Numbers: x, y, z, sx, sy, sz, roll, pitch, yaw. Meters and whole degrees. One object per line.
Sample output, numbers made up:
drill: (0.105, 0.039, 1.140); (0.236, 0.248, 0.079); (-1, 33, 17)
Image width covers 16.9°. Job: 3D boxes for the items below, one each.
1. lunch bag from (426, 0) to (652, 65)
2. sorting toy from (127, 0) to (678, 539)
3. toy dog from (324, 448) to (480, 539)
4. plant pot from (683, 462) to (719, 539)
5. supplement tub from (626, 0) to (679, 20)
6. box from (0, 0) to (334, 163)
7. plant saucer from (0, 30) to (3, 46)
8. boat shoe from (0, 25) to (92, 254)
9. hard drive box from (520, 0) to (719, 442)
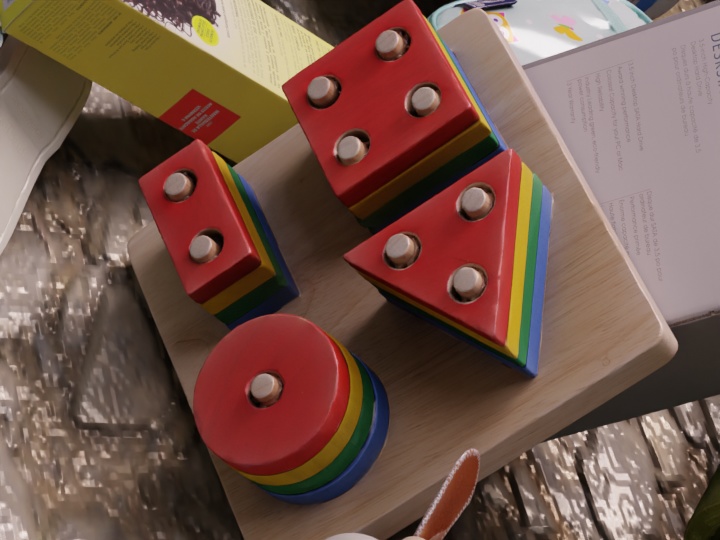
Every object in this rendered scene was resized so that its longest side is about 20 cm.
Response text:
lunch bag: (0.119, -0.064, 1.238); (0.160, 0.077, 0.200); (-12, 54, -33)
sorting toy: (0.000, 0.000, 1.035); (0.070, 0.200, 0.199); (43, 17, -54)
toy dog: (0.065, 0.137, 0.957); (0.132, 0.096, 0.200); (59, 19, 13)
plant pot: (0.244, 0.091, 1.087); (0.200, 0.200, 0.190); (37, 57, 12)
supplement tub: (0.081, -0.208, 1.311); (0.200, 0.132, 0.132); (6, 46, -29)
box: (-0.080, -0.105, 1.148); (0.200, 0.050, 0.075); (29, 35, -38)
plant saucer: (-0.259, -0.092, 1.066); (0.201, 0.039, 0.201); (6, 19, -2)
boat shoe: (-0.193, -0.046, 1.105); (0.062, 0.073, 0.200); (-4, 38, 34)
hard drive box: (0.103, -0.015, 1.080); (0.077, 0.200, 0.156); (44, 36, -51)
